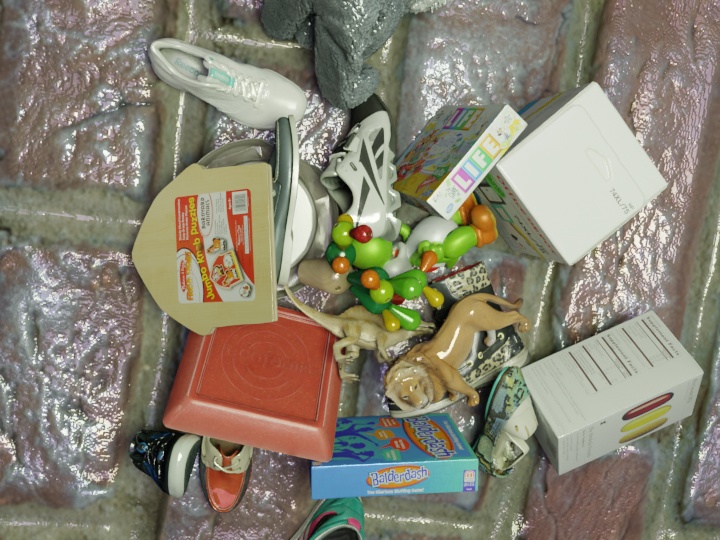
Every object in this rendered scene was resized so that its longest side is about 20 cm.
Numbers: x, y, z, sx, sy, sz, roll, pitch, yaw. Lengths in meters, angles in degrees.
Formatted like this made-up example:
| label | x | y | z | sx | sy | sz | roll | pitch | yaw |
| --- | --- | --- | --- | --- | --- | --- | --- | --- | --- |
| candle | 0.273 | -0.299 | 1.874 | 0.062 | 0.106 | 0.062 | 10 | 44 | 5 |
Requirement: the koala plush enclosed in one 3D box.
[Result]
| label | x | y | z | sx | sy | sz | roll | pitch | yaw |
| --- | --- | --- | --- | --- | --- | --- | --- | --- | --- |
| koala plush | 0.013 | -0.330 | 0.860 | 0.200 | 0.184 | 0.178 | -38 | 84 | -23 |

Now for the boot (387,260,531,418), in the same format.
| label | x | y | z | sx | sy | sz | roll | pitch | yaw |
| --- | --- | --- | --- | --- | --- | --- | --- | --- | --- |
| boot | 0.107 | 0.092 | 0.963 | 0.203 | 0.073 | 0.154 | -24 | 95 | -5 |

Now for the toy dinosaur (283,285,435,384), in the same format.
| label | x | y | z | sx | sy | sz | roll | pitch | yaw |
| --- | --- | --- | --- | --- | --- | --- | --- | --- | --- |
| toy dinosaur | -0.010 | 0.081 | 0.904 | 0.199 | 0.058 | 0.101 | 13 | 50 | -8 |

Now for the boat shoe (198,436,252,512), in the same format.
| label | x | y | z | sx | sy | sz | roll | pitch | yaw |
| --- | --- | --- | --- | --- | --- | --- | --- | --- | --- |
| boat shoe | -0.170 | 0.222 | 0.945 | 0.071 | 0.063 | 0.201 | 7 | 97 | -10 |

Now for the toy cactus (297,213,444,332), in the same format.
| label | x | y | z | sx | sy | sz | roll | pitch | yaw |
| --- | --- | --- | --- | --- | --- | --- | --- | --- | --- |
| toy cactus | 0.000 | 0.000 | 0.846 | 0.200 | 0.164 | 0.103 | 39 | 64 | -50 |

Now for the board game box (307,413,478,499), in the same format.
| label | x | y | z | sx | sy | sz | roll | pitch | yaw |
| --- | --- | --- | --- | --- | --- | --- | --- | --- | --- |
| board game box | 0.033 | 0.230 | 0.925 | 0.199 | 0.152 | 0.045 | -1 | 100 | -7 |

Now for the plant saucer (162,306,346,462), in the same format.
| label | x | y | z | sx | sy | sz | roll | pitch | yaw |
| --- | --- | --- | --- | --- | --- | --- | --- | --- | --- |
| plant saucer | -0.115 | 0.114 | 0.886 | 0.199 | 0.201 | 0.037 | 15 | 137 | -8 |

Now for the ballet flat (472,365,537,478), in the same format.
| label | x | y | z | sx | sy | sz | roll | pitch | yaw |
| --- | --- | --- | --- | --- | --- | --- | --- | --- | --- |
| ballet flat | 0.192 | 0.200 | 0.938 | 0.074 | 0.074 | 0.201 | -3 | 137 | -7 |

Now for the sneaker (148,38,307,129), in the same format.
| label | x | y | z | sx | sy | sz | roll | pitch | yaw |
| --- | --- | --- | --- | --- | --- | --- | --- | --- | --- |
| sneaker | -0.160 | -0.225 | 0.883 | 0.199 | 0.088 | 0.076 | 18 | 93 | -9 |

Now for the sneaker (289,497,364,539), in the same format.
| label | x | y | z | sx | sy | sz | roll | pitch | yaw |
| --- | --- | --- | --- | --- | --- | --- | --- | --- | --- |
| sneaker | -0.054 | 0.388 | 0.948 | 0.083 | 0.121 | 0.201 | 29 | 92 | -9 |

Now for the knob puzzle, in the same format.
| label | x | y | z | sx | sy | sz | roll | pitch | yaw |
| --- | --- | --- | --- | --- | --- | --- | --- | --- | --- |
| knob puzzle | -0.182 | -0.025 | 0.857 | 0.219 | 0.030 | 0.221 | 0 | 91 | 25 |

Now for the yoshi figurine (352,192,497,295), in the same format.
| label | x | y | z | sx | sy | sz | roll | pitch | yaw |
| --- | --- | --- | --- | --- | --- | --- | --- | --- | --- |
| yoshi figurine | 0.064 | -0.042 | 0.928 | 0.199 | 0.112 | 0.112 | -29 | 83 | -1 |

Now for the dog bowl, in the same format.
| label | x | y | z | sx | sy | sz | roll | pitch | yaw |
| --- | --- | --- | --- | --- | --- | --- | --- | --- | --- |
| dog bowl | -0.128 | -0.064 | 0.920 | 0.199 | 0.059 | 0.201 | -1 | 96 | -7 |

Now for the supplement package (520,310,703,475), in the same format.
| label | x | y | z | sx | sy | sz | roll | pitch | yaw |
| --- | --- | --- | --- | --- | --- | --- | --- | --- | --- |
| supplement package | 0.319 | 0.159 | 0.953 | 0.199 | 0.110 | 0.114 | -24 | 139 | -3 |

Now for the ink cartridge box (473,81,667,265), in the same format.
| label | x | y | z | sx | sy | sz | roll | pitch | yaw |
| --- | --- | --- | --- | --- | --- | --- | --- | --- | --- |
| ink cartridge box | 0.230 | -0.115 | 0.886 | 0.146 | 0.200 | 0.147 | -39 | 99 | -1 |

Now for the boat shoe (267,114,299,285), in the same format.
| label | x | y | z | sx | sy | sz | roll | pitch | yaw |
| --- | --- | --- | --- | --- | --- | --- | --- | --- | --- |
| boat shoe | -0.106 | -0.082 | 0.856 | 0.061 | 0.073 | 0.201 | 4 | 102 | -8 |

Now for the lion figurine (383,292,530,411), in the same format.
| label | x | y | z | sx | sy | sz | roll | pitch | yaw |
| --- | --- | --- | --- | --- | --- | --- | --- | --- | --- |
| lion figurine | 0.113 | 0.089 | 0.876 | 0.122 | 0.072 | 0.200 | 39 | 77 | -28 |

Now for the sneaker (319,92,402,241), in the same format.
| label | x | y | z | sx | sy | sz | roll | pitch | yaw |
| --- | --- | --- | --- | --- | --- | --- | --- | --- | --- |
| sneaker | -0.006 | -0.133 | 0.883 | 0.088 | 0.074 | 0.201 | 2 | 64 | -19 |

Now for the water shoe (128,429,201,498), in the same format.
| label | x | y | z | sx | sy | sz | roll | pitch | yaw |
| --- | --- | --- | --- | --- | --- | --- | --- | --- | --- |
| water shoe | -0.239 | 0.226 | 0.869 | 0.079 | 0.200 | 0.072 | 18 | 69 | -10 |

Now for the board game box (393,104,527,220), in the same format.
| label | x | y | z | sx | sy | sz | roll | pitch | yaw |
| --- | --- | --- | --- | --- | --- | --- | --- | --- | --- |
| board game box | 0.101 | -0.134 | 0.867 | 0.034 | 0.200 | 0.135 | 40 | 90 | -18 |
